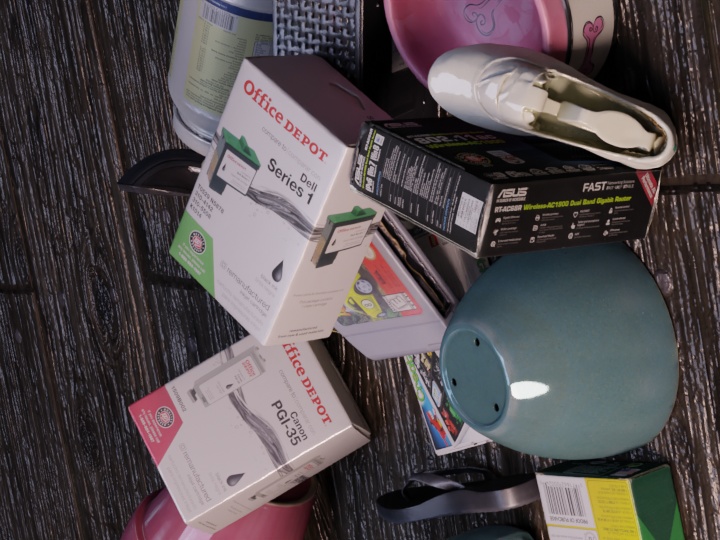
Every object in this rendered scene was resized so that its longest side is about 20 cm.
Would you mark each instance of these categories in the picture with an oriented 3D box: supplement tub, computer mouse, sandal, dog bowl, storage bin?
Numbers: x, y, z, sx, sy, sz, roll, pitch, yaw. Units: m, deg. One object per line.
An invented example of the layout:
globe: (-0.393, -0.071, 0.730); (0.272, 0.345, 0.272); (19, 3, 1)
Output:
supplement tub: (-0.108, -0.218, 1.792); (0.145, 0.145, 0.200); (47, 138, 35)
computer mouse: (-0.148, -0.098, 1.863); (0.140, 0.200, 0.046); (-155, 69, -73)
sandal: (0.093, 0.201, 1.739); (0.200, 0.076, 0.043); (-16, 92, 47)
dog bowl: (0.104, -0.213, 1.495); (0.200, 0.074, 0.200); (25, 132, 31)
storage bin: (-0.001, -0.194, 1.628); (0.094, 0.135, 0.200); (14, 115, 30)

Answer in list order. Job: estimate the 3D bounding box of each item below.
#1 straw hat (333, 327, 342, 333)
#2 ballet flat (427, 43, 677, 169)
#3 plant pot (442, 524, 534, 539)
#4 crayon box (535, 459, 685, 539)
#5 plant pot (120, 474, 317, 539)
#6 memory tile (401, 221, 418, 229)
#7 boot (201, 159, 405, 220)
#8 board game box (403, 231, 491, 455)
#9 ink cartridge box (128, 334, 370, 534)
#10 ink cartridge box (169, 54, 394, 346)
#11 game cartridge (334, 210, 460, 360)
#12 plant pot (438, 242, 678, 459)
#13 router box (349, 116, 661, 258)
straw hat: (-0.047, -0.022, 1.780); (0.201, 0.201, 0.085); (40, 109, 41)
ballet flat: (0.151, -0.126, 1.416); (0.069, 0.200, 0.069); (-162, 90, -85)
plant pot: (0.085, 0.336, 1.705); (0.200, 0.196, 0.196); (-43, 67, 44)
crayon box: (0.224, 0.263, 1.582); (0.127, 0.051, 0.200); (-5, 99, 57)
plant pot: (-0.140, 0.275, 2.022); (0.200, 0.200, 0.179); (50, 125, 33)
memory tile: (0.013, -0.096, 1.781); (0.200, 0.017, 0.153); (-46, 64, 54)
boot: (-0.039, -0.078, 1.708); (0.200, 0.155, 0.072); (29, 126, 49)
board game box: (0.086, 0.062, 1.714); (0.126, 0.035, 0.200); (-23, 84, 53)
ink cartridge box: (-0.112, 0.154, 1.897); (0.147, 0.200, 0.083); (61, -175, 20)
ink cartridge box: (-0.060, -0.061, 1.551); (0.146, 0.084, 0.200); (42, 122, 33)
game cartridge: (0.000, 0.000, 1.655); (0.133, 0.041, 0.200); (-9, 127, 47)
plant pot: (0.145, 0.072, 1.545); (0.200, 0.135, 0.200); (27, 125, 49)
router box: (0.115, -0.071, 1.462); (0.150, 0.200, 0.062); (29, 116, 43)
